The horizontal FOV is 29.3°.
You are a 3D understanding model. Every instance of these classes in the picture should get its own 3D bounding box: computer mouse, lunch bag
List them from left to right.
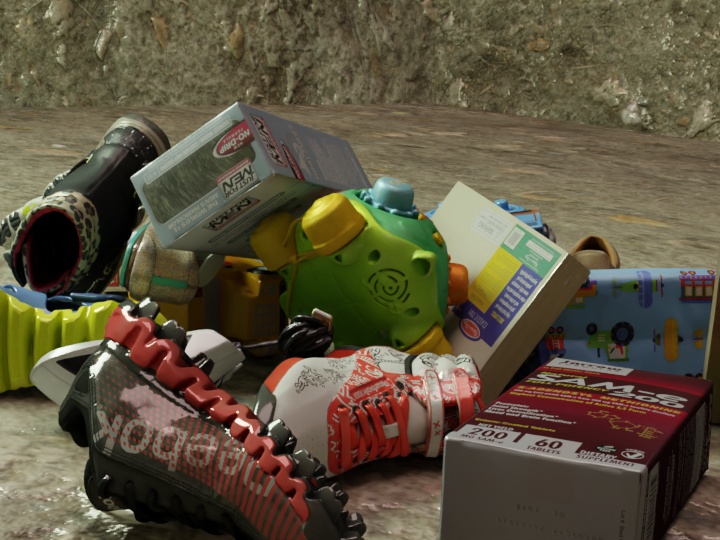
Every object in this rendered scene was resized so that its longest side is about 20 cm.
[{"bbox_3d":[-0.112,0.070,0.891,0.197,0.044,0.110,-7,-21,-14],"label":"computer mouse"},{"bbox_3d":[0.187,0.044,1.068,0.148,0.096,0.200,-1,2,-6],"label":"lunch bag"}]

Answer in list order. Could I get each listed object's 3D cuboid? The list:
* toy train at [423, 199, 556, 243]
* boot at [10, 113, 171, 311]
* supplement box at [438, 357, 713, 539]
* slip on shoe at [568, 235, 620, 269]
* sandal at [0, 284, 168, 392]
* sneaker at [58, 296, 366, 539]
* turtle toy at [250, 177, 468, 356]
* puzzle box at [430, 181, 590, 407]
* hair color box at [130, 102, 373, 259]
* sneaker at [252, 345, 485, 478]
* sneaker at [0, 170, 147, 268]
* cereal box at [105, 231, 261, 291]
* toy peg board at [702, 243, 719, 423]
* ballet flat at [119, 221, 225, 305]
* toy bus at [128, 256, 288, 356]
[{"bbox_3d":[0.080,-0.011,1.245,0.197,0.088,0.114,-6,14,5],"label":"toy train"},{"bbox_3d":[-0.231,-0.014,1.068,0.073,0.204,0.154,34,33,-3],"label":"boot"},{"bbox_3d":[0.128,0.104,0.778,0.107,0.062,0.200,7,11,23],"label":"supplement box"},{"bbox_3d":[0.207,0.012,1.262,0.075,0.062,0.200,7,12,18],"label":"slip on shoe"},{"bbox_3d":[-0.226,0.046,0.965,0.197,0.081,0.087,10,5,-3],"label":"sandal"},{"bbox_3d":[-0.083,0.103,0.704,0.200,0.098,0.071,37,-12,31],"label":"sneaker"},{"bbox_3d":[0.000,0.000,0.986,0.101,0.147,0.199,-44,17,-28],"label":"turtle toy"},{"bbox_3d":[0.076,0.018,0.999,0.025,0.134,0.200,36,4,-25],"label":"puzzle box"},{"bbox_3d":[-0.072,-0.059,1.019,0.098,0.061,0.200,-32,-13,17],"label":"hair color box"},{"bbox_3d":[0.013,0.086,0.823,0.106,0.068,0.201,4,8,18],"label":"sneaker"},{"bbox_3d":[-0.261,-0.055,1.291,0.198,0.079,0.079,-15,9,41],"label":"sneaker"},{"bbox_3d":[-0.154,-0.009,1.330,0.197,0.040,0.144,0,11,-11],"label":"cereal box"},{"bbox_3d":[0.329,0.035,0.873,0.197,0.202,0.098,4,26,7],"label":"toy peg board"},{"bbox_3d":[-0.134,-0.022,1.057,0.066,0.069,0.201,12,24,-3],"label":"ballet flat"},{"bbox_3d":[-0.126,0.018,1.132,0.077,0.066,0.199,-3,13,-26],"label":"toy bus"}]
